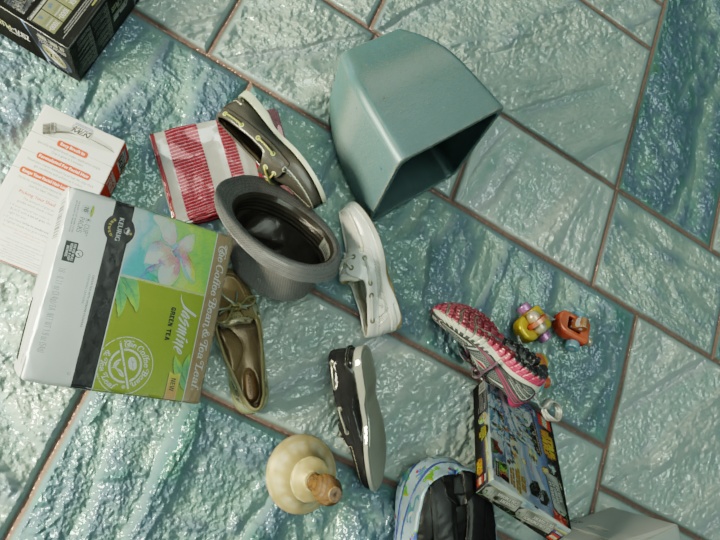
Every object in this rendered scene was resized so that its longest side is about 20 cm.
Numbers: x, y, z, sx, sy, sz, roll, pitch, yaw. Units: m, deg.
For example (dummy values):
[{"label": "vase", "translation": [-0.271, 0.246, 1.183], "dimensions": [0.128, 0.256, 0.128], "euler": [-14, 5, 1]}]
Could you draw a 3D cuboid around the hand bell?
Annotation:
[{"label": "hand bell", "translation": [-0.053, 0.263, 0.697], "dimensions": [0.101, 0.200, 0.108], "euler": [4, 76, -17]}]

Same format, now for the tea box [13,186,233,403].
[{"label": "tea box", "translation": [-0.279, 0.036, 0.672], "dimensions": [0.193, 0.132, 0.207], "euler": [16, 78, -34]}]

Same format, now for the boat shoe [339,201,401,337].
[{"label": "boat shoe", "translation": [0.000, 0.000, 0.839], "dimensions": [0.068, 0.071, 0.206], "euler": [-18, 86, -22]}]

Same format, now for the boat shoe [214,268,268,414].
[{"label": "boat shoe", "translation": [-0.162, 0.092, 0.770], "dimensions": [0.071, 0.063, 0.206], "euler": [-15, 83, -20]}]

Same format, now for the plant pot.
[{"label": "plant pot", "translation": [0.056, -0.234, 0.850], "dimensions": [0.192, 0.197, 0.203], "euler": [-29, 80, -21]}]

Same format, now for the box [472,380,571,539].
[{"label": "box", "translation": [0.226, 0.263, 0.813], "dimensions": [0.135, 0.040, 0.202], "euler": [34, 29, -9]}]

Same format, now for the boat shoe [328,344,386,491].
[{"label": "boat shoe", "translation": [-0.006, 0.209, 0.799], "dimensions": [0.058, 0.074, 0.207], "euler": [-6, 98, 21]}]

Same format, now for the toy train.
[{"label": "toy train", "translation": [0.313, 0.129, 0.911], "dimensions": [0.148, 0.056, 0.203], "euler": [32, 61, -4]}]

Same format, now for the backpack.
[{"label": "backpack", "translation": [0.113, 0.365, 0.773], "dimensions": [0.158, 0.154, 0.207], "euler": [2, 97, -15]}]

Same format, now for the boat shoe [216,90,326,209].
[{"label": "boat shoe", "translation": [-0.127, -0.162, 0.810], "dimensions": [0.060, 0.072, 0.202], "euler": [-37, 83, -17]}]

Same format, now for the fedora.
[{"label": "fedora", "translation": [-0.122, -0.033, 0.779], "dimensions": [0.198, 0.091, 0.177], "euler": [37, 30, 6]}]

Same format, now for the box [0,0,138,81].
[{"label": "box", "translation": [-0.412, -0.402, 0.778], "dimensions": [0.161, 0.086, 0.204], "euler": [29, 72, -10]}]

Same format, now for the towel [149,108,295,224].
[{"label": "towel", "translation": [-0.196, -0.155, 0.833], "dimensions": [0.195, 0.023, 0.148], "euler": [-17, 83, -21]}]

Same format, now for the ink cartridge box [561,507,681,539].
[{"label": "ink cartridge box", "translation": [0.387, 0.479, 0.827], "dimensions": [0.140, 0.145, 0.207], "euler": [-8, 81, -19]}]

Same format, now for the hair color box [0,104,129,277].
[{"label": "hair color box", "translation": [-0.395, -0.094, 0.732], "dimensions": [0.108, 0.064, 0.206], "euler": [23, 74, -13]}]

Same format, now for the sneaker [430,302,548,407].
[{"label": "sneaker", "translation": [0.183, 0.123, 0.855], "dimensions": [0.199, 0.076, 0.080], "euler": [40, 28, 21]}]
